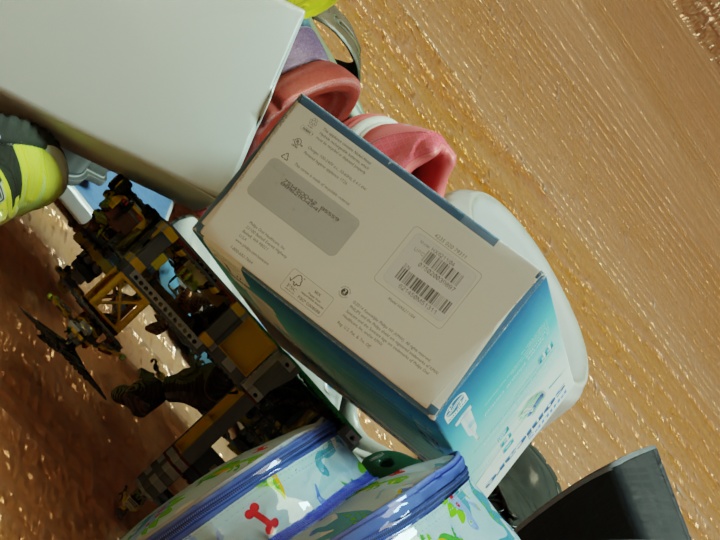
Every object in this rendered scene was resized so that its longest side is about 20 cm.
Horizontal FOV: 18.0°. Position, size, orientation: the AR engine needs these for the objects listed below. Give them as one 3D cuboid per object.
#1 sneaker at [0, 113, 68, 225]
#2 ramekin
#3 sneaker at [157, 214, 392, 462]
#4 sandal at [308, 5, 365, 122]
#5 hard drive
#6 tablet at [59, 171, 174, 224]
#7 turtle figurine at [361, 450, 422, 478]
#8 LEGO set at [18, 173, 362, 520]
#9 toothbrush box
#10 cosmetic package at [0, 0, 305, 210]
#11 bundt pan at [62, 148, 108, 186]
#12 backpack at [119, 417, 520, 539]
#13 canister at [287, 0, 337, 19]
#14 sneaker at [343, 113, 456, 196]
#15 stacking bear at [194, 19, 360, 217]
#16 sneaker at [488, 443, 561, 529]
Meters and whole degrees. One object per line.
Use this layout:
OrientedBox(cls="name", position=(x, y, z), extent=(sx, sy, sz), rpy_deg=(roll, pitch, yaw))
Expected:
OrientedBox(cls="sneaker", position=(-0.203, -0.027, 1.043), extent=(0.199, 0.075, 0.077), rpy_deg=(-8, 76, -59))
OrientedBox(cls="ramekin", position=(0.083, 0.034, 1.629), extent=(0.203, 0.094, 0.203), rpy_deg=(50, 20, -26))
OrientedBox(cls="sneaker", position=(-0.042, 0.048, 1.302), extent=(0.201, 0.086, 0.075), rpy_deg=(59, 19, 2))
OrientedBox(cls="sandal", position=(-0.031, -0.148, 1.462), extent=(0.057, 0.080, 0.202), rpy_deg=(-16, 69, -26))
OrientedBox(cls="hard drive", position=(0.118, 0.204, 1.326), extent=(0.042, 0.200, 0.136), rpy_deg=(10, 47, -35))
OrientedBox(cls="tablet", position=(-0.151, -0.083, 1.330), extent=(0.130, 0.014, 0.200), rpy_deg=(53, 19, -18))
OrientedBox(cls="turtle figurine", position=(0.037, 0.180, 1.245), extent=(0.150, 0.100, 0.202), rpy_deg=(-63, 155, -60))
OrientedBox(cls="LEGO set", position=(-0.099, 0.062, 1.151), extent=(0.200, 0.116, 0.154), rpy_deg=(50, -6, -23))
OrientedBox(cls="toothbrush box", position=(0.017, 0.020, 1.091), extent=(0.146, 0.085, 0.200), rpy_deg=(37, -9, 18))
OrientedBox(cls="cosmetic package", position=(-0.141, -0.119, 1.118), extent=(0.199, 0.108, 0.085), rpy_deg=(27, -9, -13))
OrientedBox(cls="bundt pan", position=(-0.175, -0.149, 1.242), extent=(0.202, 0.076, 0.202), rpy_deg=(45, 21, -22))
OrientedBox(cls="backpack", position=(-0.029, 0.152, 1.000), extent=(0.148, 0.199, 0.183), rpy_deg=(60, 20, 2))
OrientedBox(cls="canister", position=(-0.097, -0.245, 1.331), extent=(0.148, 0.087, 0.201), rpy_deg=(11, 33, -38))
OrientedBox(cls="sneaker", position=(0.000, 0.000, 1.361), extent=(0.073, 0.086, 0.202), rpy_deg=(26, 77, -41))
OrientedBox(cls="stacking bear", position=(-0.102, -0.152, 1.379), extent=(0.200, 0.122, 0.113), rpy_deg=(50, 43, 11))
OrientedBox(cls="sneaker", position=(0.093, 0.172, 1.470), extent=(0.091, 0.076, 0.201), rpy_deg=(38, 27, -56))
